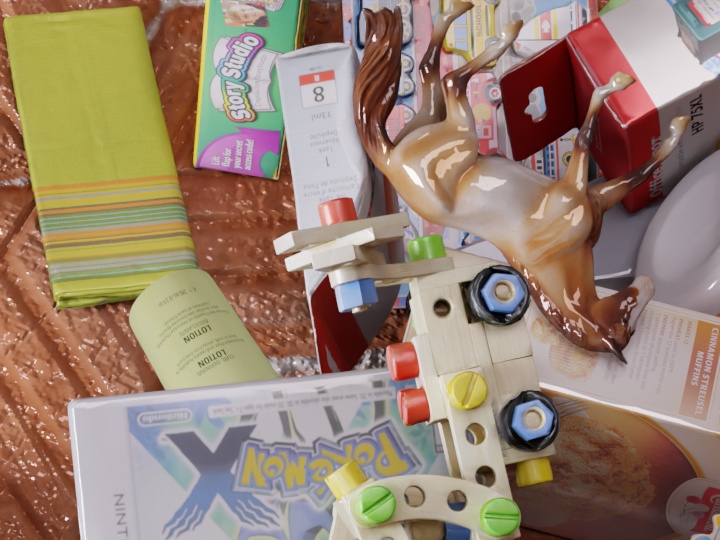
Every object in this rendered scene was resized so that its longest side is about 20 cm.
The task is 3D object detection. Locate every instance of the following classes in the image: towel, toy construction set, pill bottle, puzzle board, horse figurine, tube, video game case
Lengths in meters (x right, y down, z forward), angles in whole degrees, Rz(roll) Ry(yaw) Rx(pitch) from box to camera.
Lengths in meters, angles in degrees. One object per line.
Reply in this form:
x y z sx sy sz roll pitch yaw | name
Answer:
-0.151 -0.068 1.613 0.086 0.018 0.201 -5 58 -15 | towel
0.024 0.059 1.317 0.131 0.092 0.201 -12 98 -9 | toy construction set
0.253 0.027 1.499 0.200 0.113 0.113 33 55 -22 | pill bottle
0.067 -0.080 1.592 0.150 0.017 0.201 -2 84 -7 | puzzle board
0.074 -0.055 1.406 0.199 0.050 0.133 28 86 -2 | horse figurine
-0.053 0.085 1.420 0.052 0.058 0.200 9 40 -47 | tube
-0.034 0.144 1.351 0.199 0.022 0.183 -6 86 -10 | video game case

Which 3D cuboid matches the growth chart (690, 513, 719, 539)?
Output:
0.176 0.194 1.421 0.199 0.145 0.018 -25 31 -21 | growth chart

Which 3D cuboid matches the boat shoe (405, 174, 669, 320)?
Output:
0.116 -0.003 1.554 0.199 0.057 0.069 -19 69 -11 | boat shoe

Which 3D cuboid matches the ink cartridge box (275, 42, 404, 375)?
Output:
0.000 0.000 1.471 0.050 0.162 0.201 -12 73 4 | ink cartridge box

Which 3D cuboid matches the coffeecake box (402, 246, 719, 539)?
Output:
0.117 0.077 1.466 0.199 0.154 0.073 14 58 3 | coffeecake box

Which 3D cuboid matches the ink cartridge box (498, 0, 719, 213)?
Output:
0.179 -0.104 1.497 0.199 0.116 0.067 -28 67 -4 | ink cartridge box

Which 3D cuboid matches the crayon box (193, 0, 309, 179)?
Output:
-0.054 -0.180 1.581 0.058 0.200 0.173 7 58 -2 | crayon box

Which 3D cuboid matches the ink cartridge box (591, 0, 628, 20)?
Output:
0.227 -0.093 1.605 0.117 0.067 0.200 -46 67 14 | ink cartridge box
